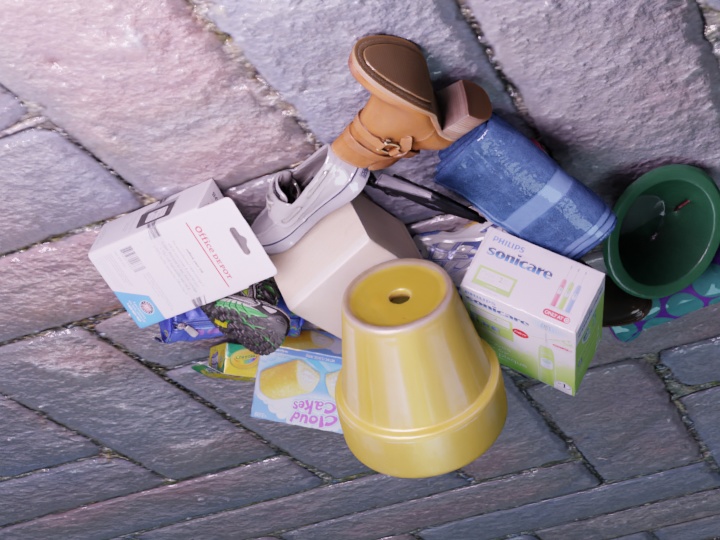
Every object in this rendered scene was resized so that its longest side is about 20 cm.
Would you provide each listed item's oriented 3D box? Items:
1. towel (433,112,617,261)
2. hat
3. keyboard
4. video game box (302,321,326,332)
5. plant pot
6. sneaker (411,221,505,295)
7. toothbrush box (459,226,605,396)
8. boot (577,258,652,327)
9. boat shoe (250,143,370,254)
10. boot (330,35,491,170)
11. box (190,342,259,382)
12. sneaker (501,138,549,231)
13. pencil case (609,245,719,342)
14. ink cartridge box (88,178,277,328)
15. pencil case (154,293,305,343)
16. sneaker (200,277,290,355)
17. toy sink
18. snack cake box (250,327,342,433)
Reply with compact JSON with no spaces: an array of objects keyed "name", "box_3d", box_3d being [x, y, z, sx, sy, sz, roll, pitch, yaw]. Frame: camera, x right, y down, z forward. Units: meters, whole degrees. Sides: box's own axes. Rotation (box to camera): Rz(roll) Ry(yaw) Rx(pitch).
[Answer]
[{"name":"towel","box_3d":[0.184,-0.086,1.601,0.199,0.049,0.111,37,135,-16]},{"name":"hat","box_3d":[0.348,-0.068,1.823,0.164,0.176,0.202,-1,114,-17]},{"name":"keyboard","box_3d":[0.063,-0.087,1.611,0.126,0.021,0.200,17,180,21]},{"name":"video game box","box_3d":[0.019,0.067,1.969,0.181,0.047,0.199,11,148,-39]},{"name":"plant pot","box_3d":[0.059,0.099,1.631,0.198,0.202,0.190,-10,126,4]},{"name":"sneaker","box_3d":[0.113,-0.003,1.806,0.198,0.089,0.075,-17,155,20]},{"name":"toothbrush box","box_3d":[0.203,0.051,1.677,0.144,0.087,0.200,24,159,17]},{"name":"boot","box_3d":[0.273,0.016,1.846,0.198,0.075,0.097,12,159,36]},{"name":"boat shoe","box_3d":[-0.073,-0.083,1.611,0.065,0.073,0.199,27,144,-29]},{"name":"boot","box_3d":[0.021,-0.161,1.477,0.154,0.075,0.199,-24,148,38]},{"name":"box","box_3d":[-0.132,0.134,2.004,0.198,0.049,0.117,7,172,-17]},{"name":"sneaker","box_3d":[0.202,-0.081,1.694,0.080,0.075,0.201,7,142,16]},{"name":"pencil case","box_3d":[0.433,0.027,1.966,0.199,0.086,0.092,-24,134,31]},{"name":"ink cartridge box","box_3d":[-0.195,-0.024,1.637,0.198,0.067,0.116,-20,118,24]},{"name":"pencil case","box_3d":[-0.165,0.050,1.835,0.197,0.087,0.079,-2,120,-15]},{"name":"sneaker","box_3d":[-0.128,0.036,1.668,0.078,0.085,0.200,51,168,-25]},{"name":"toy sink","box_3d":[0.000,0.000,1.716,0.130,0.113,0.199,-41,141,17]},{"name":"snack cake box","box_3d":[-0.039,0.149,1.900,0.197,0.067,0.116,10,114,0]}]
